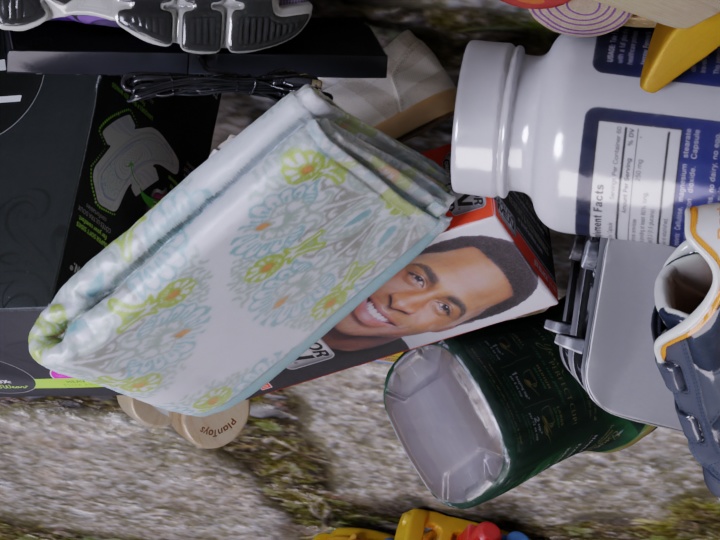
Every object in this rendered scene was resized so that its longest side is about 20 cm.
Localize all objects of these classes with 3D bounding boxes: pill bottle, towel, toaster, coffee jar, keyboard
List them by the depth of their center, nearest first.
[{"bbox_3d":[-0.058,-0.005,1.427,0.200,0.048,0.171,-41,153,11],"label":"towel"},{"bbox_3d":[-0.084,-0.108,1.428,0.200,0.021,0.127,-1,-159,-10],"label":"keyboard"},{"bbox_3d":[0.151,-0.070,1.446,0.200,0.111,0.111,7,157,7],"label":"pill bottle"},{"bbox_3d":[0.211,0.032,1.576,0.200,0.119,0.181,14,-176,-2],"label":"toaster"},{"bbox_3d":[0.113,0.074,1.704,0.200,0.104,0.085,-15,161,-46],"label":"coffee jar"}]

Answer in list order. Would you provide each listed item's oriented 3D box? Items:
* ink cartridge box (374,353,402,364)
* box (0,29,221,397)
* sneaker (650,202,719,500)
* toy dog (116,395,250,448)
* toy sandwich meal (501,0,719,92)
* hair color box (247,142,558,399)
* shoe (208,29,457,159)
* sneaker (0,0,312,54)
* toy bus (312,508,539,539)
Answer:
[{"bbox_3d":[0.003,-0.014,1.687,0.136,0.076,0.200,7,155,6],"label":"ink cartridge box"},{"bbox_3d":[-0.181,-0.042,1.534,0.148,0.200,0.124,-3,154,28],"label":"box"},{"bbox_3d":[0.186,0.038,1.419,0.079,0.078,0.200,7,130,0],"label":"sneaker"},{"bbox_3d":[-0.109,0.015,1.689,0.132,0.096,0.200,38,148,36],"label":"toy dog"},{"bbox_3d":[0.126,-0.150,1.321,0.205,0.070,0.205,9,157,4],"label":"toy sandwich meal"},{"bbox_3d":[0.000,0.000,1.557,0.200,0.061,0.102,-19,143,18],"label":"hair color box"},{"bbox_3d":[-0.040,-0.063,1.487,0.200,0.053,0.070,-29,-177,-6],"label":"shoe"},{"bbox_3d":[-0.123,-0.160,1.429,0.200,0.081,0.083,6,-172,-4],"label":"sneaker"},{"bbox_3d":[0.061,0.259,2.248,0.200,0.136,0.192,17,143,-9],"label":"toy bus"}]
